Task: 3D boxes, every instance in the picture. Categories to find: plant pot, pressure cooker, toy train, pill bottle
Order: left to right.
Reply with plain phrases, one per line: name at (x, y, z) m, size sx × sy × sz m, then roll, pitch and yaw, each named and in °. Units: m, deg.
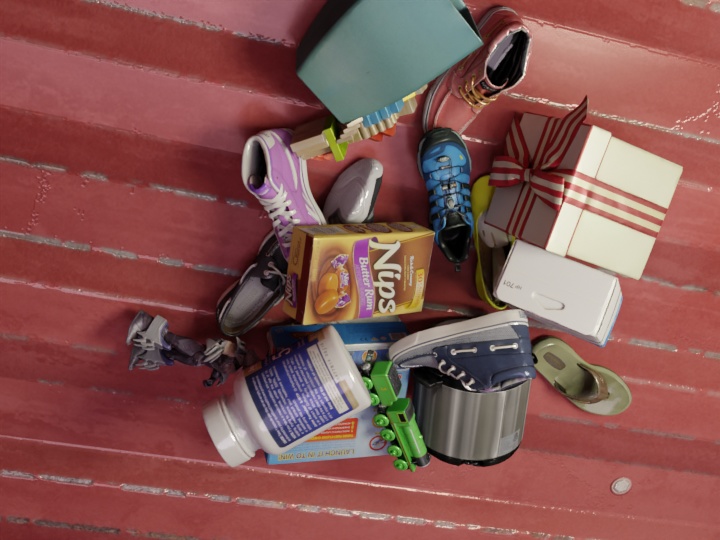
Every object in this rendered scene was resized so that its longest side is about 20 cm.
pill bottle at (-0.097, 0.167, 1.257) m, size 0.199 × 0.120 × 0.120 m, roll -28°, pitch 118°, yaw 0°
plant pot at (0.022, -0.288, 1.189) m, size 0.199 × 0.142 × 0.141 m, roll -36°, pitch 117°, yaw 19°
toy train at (0.050, 0.205, 1.358) m, size 0.056 × 0.042 × 0.201 m, roll -6°, pitch 125°, yaw 25°
pressure cooker at (0.164, 0.159, 1.412) m, size 0.177 × 0.176 × 0.202 m, roll 7°, pitch 116°, yaw 8°

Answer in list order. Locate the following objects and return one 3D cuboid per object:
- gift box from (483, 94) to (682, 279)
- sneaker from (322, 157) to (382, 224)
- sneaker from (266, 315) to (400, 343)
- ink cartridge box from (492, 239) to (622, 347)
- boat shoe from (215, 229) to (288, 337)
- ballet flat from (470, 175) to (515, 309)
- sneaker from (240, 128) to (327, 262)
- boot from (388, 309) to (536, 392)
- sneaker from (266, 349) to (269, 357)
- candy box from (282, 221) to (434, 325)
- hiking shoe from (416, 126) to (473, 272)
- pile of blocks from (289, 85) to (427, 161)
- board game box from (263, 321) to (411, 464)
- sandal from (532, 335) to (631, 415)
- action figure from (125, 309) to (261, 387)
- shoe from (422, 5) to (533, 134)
gift box at (0.281, -0.117, 1.280) m, size 0.185 × 0.184 × 0.202 m, roll 15°, pitch 93°, yaw -26°
sneaker at (0.001, -0.050, 1.346) m, size 0.113 × 0.075 × 0.202 m, roll 20°, pitch 97°, yaw -39°
sneaker at (-0.040, 0.070, 1.410) m, size 0.198 × 0.075 × 0.083 m, roll -9°, pitch 105°, yaw -11°
ink cartridge box at (0.273, 0.035, 1.324) m, size 0.145 × 0.200 × 0.087 m, roll 23°, pitch 88°, yaw 18°
boat shoe at (-0.132, 0.013, 1.361) m, size 0.200 × 0.060 × 0.074 m, roll -44°, pitch 114°, yaw 14°
ballet flat at (0.193, -0.034, 1.382) m, size 0.066 × 0.067 × 0.202 m, roll -8°, pitch 118°, yaw -3°
sneaker at (-0.106, -0.080, 1.252) m, size 0.072 × 0.114 × 0.202 m, roll -15°, pitch 95°, yaw 23°
boot at (0.130, 0.120, 1.272) m, size 0.198 × 0.091 × 0.073 m, roll -19°, pitch 158°, yaw 27°
sneaker at (-0.120, 0.207, 1.455) m, size 0.105 × 0.075 × 0.201 m, roll -23°, pitch 119°, yaw 1°
candy box at (0.000, 0.000, 1.281) m, size 0.198 × 0.056 × 0.118 m, roll -5°, pitch 112°, yaw -37°
hiking shoe at (0.125, -0.099, 1.307) m, size 0.074 × 0.087 × 0.201 m, roll -16°, pitch 132°, yaw -1°
pile of blocks at (0.007, -0.184, 1.256) m, size 0.199 × 0.082 × 0.063 m, roll -28°, pitch 118°, yaw -4°
board game box at (-0.035, 0.174, 1.382) m, size 0.198 × 0.056 × 0.198 m, roll -1°, pitch 119°, yaw -16°
sandal at (0.342, 0.176, 1.519) m, size 0.200 × 0.057 × 0.080 m, roll 31°, pitch 109°, yaw -22°
action figure at (-0.227, 0.120, 1.373) m, size 0.198 × 0.070 × 0.131 m, roll 12°, pitch 148°, yaw 6°
shoe at (0.148, -0.240, 1.253) m, size 0.071 × 0.091 × 0.201 m, roll 25°, pitch 111°, yaw -20°
